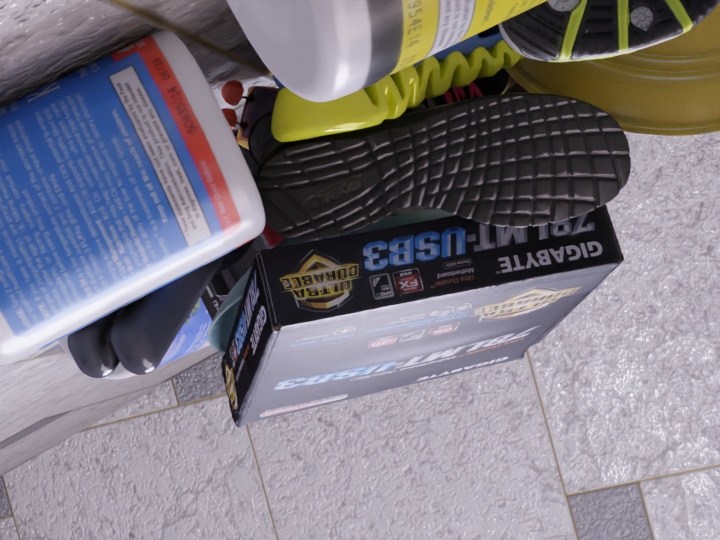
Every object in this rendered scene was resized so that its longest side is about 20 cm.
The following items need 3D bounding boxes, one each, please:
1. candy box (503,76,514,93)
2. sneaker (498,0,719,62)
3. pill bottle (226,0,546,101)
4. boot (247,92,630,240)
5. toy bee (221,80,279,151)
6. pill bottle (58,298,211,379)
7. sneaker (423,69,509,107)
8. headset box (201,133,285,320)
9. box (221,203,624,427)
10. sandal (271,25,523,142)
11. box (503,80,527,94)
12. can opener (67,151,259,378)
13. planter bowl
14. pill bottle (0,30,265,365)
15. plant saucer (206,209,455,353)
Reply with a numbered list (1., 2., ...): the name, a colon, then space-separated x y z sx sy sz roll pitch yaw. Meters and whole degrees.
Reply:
1. candy box: 0.174 -0.168 1.151 0.115 0.057 0.200 -1 163 -10
2. sneaker: 0.157 -0.154 0.754 0.198 0.076 0.076 -26 176 -6
3. pill bottle: 0.048 -0.147 0.513 0.198 0.115 0.114 -26 176 -15
4. boot: 0.036 -0.072 0.818 0.197 0.069 0.131 -5 -159 0
5. toy bee: -0.033 -0.078 0.938 0.199 0.133 0.108 -17 158 36
6. pill bottle: -0.151 0.012 1.241 0.111 0.113 0.200 -30 177 30
7. sneaker: 0.063 -0.136 1.113 0.087 0.074 0.200 -28 -179 13
8. headset box: -0.059 -0.025 1.130 0.077 0.150 0.200 -29 177 30
9. box: 0.026 0.025 0.880 0.198 0.050 0.199 -11 162 -15
10. sandal: 0.024 -0.132 0.781 0.079 0.088 0.199 -4 -164 38
11. box: 0.086 -0.062 1.060 0.161 0.049 0.200 -48 174 -21
12. can opener: -0.092 0.000 0.837 0.053 0.067 0.201 -6 -147 24
13. planter bowl: 0.183 -0.179 0.959 0.199 0.200 0.084 -26 140 -28
14. pill bottle: -0.155 -0.024 0.734 0.198 0.113 0.112 -27 176 -8
15. plant saucer: 0.000 0.000 0.923 0.199 0.039 0.201 -14 163 -4
